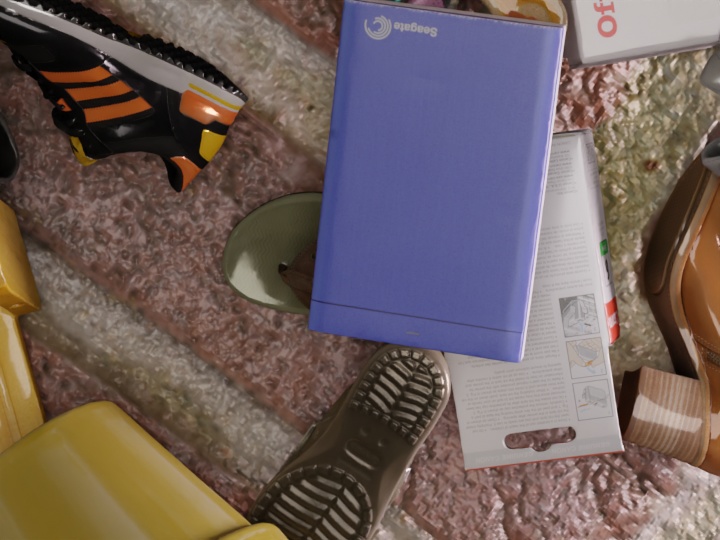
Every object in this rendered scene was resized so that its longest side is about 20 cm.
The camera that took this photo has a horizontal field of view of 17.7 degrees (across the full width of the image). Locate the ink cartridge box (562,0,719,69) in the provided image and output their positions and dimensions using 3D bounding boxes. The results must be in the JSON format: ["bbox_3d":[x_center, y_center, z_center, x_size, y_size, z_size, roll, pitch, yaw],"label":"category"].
[{"bbox_3d":[0.216,-0.212,1.435,0.199,0.084,0.147,-10,94,-1],"label":"ink cartridge box"}]

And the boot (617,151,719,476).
[{"bbox_3d":[0.256,0.033,1.461,0.154,0.077,0.201,13,84,-8],"label":"boot"}]

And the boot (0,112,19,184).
[{"bbox_3d":[-0.294,-0.125,1.418,0.130,0.068,0.201,-26,103,38],"label":"boot"}]

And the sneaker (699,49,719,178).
[{"bbox_3d":[0.259,-0.056,1.419,0.091,0.076,0.201,-14,110,9],"label":"sneaker"}]

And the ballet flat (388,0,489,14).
[{"bbox_3d":[0.066,-0.199,1.451,0.071,0.069,0.201,29,98,-20],"label":"ballet flat"}]

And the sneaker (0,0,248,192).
[{"bbox_3d":[-0.169,-0.111,1.423,0.199,0.070,0.090,22,102,-28],"label":"sneaker"}]

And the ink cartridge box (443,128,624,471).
[{"bbox_3d":[0.104,0.018,1.458,0.108,0.050,0.201,-8,95,15],"label":"ink cartridge box"}]

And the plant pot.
[{"bbox_3d":[-0.148,0.192,1.413,0.201,0.201,0.189,-39,76,2],"label":"plant pot"}]

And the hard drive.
[{"bbox_3d":[0.044,-0.054,1.379,0.131,0.025,0.201,9,102,10],"label":"hard drive"}]

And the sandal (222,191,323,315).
[{"bbox_3d":[0.001,-0.001,1.435,0.200,0.057,0.080,9,105,26],"label":"sandal"}]

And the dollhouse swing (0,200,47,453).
[{"bbox_3d":[-0.297,0.065,1.420,0.199,0.182,0.177,-14,83,0],"label":"dollhouse swing"}]

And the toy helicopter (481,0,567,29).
[{"bbox_3d":[0.044,-0.202,1.381,0.132,0.079,0.200,-39,97,6],"label":"toy helicopter"}]

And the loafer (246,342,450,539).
[{"bbox_3d":[-0.002,0.121,1.465,0.076,0.068,0.200,40,112,4],"label":"loafer"}]
